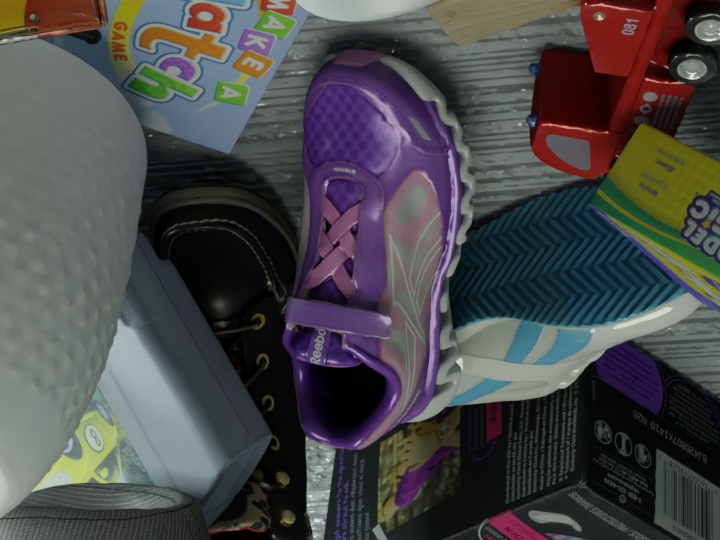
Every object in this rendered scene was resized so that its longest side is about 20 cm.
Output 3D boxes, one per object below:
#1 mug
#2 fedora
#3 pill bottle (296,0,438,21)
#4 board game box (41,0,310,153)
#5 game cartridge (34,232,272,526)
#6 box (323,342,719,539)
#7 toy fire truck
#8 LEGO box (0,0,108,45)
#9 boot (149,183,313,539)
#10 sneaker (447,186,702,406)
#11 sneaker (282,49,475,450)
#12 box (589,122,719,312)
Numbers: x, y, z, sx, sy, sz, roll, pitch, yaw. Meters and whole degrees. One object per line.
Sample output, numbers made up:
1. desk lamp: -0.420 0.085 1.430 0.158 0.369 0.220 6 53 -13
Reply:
1. mug: -0.179 0.026 0.888 0.147 0.176 0.200 14 141 -12
2. fedora: -0.138 0.143 0.921 0.199 0.091 0.177 -11 178 28
3. pill bottle: -0.016 -0.188 0.696 0.112 0.112 0.200 -7 130 18
4. board game box: -0.122 -0.133 0.887 0.199 0.037 0.151 17 143 -15
5. game cartridge: -0.132 0.085 1.012 0.200 0.041 0.133 -37 84 39
6. box: 0.088 0.127 1.156 0.122 0.106 0.200 32 138 -30
7. toy fire truck: 0.081 -0.115 0.867 0.140 0.049 0.200 10 145 -3
8. LEGO box: -0.176 -0.165 0.679 0.148 0.201 0.077 -12 -168 -15
9. boot: -0.063 0.065 1.050 0.073 0.151 0.200 -3 146 1
10. sneaker: 0.093 0.017 1.038 0.200 0.077 0.081 -15 146 39
11. sneaker: 0.000 0.000 0.962 0.080 0.088 0.201 14 124 28
12. box: 0.198 0.017 0.858 0.200 0.048 0.117 31 178 42
